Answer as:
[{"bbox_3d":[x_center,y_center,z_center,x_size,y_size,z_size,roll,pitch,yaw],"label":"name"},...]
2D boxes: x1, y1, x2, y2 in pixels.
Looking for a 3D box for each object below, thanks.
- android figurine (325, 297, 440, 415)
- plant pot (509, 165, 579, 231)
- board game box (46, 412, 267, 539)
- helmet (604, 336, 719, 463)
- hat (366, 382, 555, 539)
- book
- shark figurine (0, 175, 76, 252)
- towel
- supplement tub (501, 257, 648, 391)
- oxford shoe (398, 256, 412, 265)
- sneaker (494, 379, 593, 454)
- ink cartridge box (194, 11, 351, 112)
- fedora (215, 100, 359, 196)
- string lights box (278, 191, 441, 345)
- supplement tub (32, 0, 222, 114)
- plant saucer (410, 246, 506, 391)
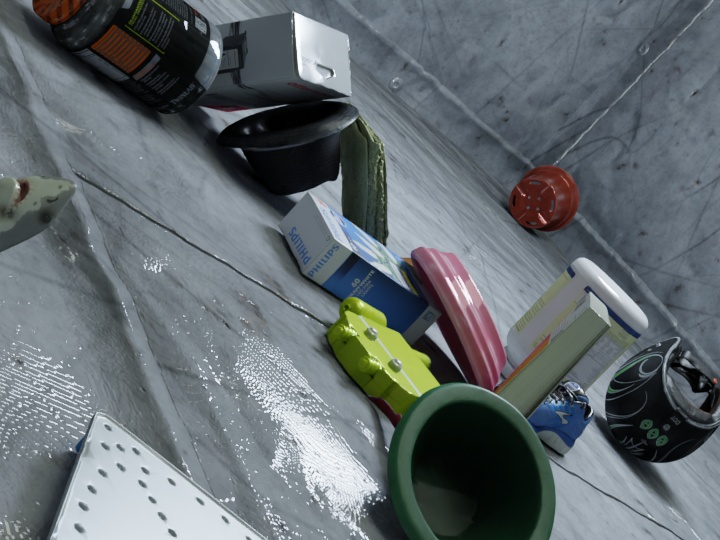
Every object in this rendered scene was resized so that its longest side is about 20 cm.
[{"bbox_3d":[0.036,0.102,1.287,0.183,0.041,0.199,52,13,33],"label":"android figurine"},{"bbox_3d":[0.537,-0.208,3.678,0.201,0.201,0.195,46,21,10],"label":"plant pot"},{"bbox_3d":[-0.083,0.184,0.646,0.200,0.026,0.200,42,12,-15],"label":"board game box"},{"bbox_3d":[0.501,0.224,2.053,0.197,0.191,0.203,14,58,-24],"label":"helmet"},{"bbox_3d":[0.060,0.202,1.083,0.166,0.176,0.200,44,49,-5],"label":"hat"},{"bbox_3d":[0.205,0.113,1.418,0.048,0.200,0.134,42,12,3],"label":"book"},{"bbox_3d":[-0.269,-0.037,0.724,0.213,0.128,0.090,31,-21,29],"label":"shark figurine"},{"bbox_3d":[0.002,-0.103,1.604,0.149,0.036,0.203,-118,-157,-58],"label":"towel"},{"bbox_3d":[0.305,0.098,1.797,0.145,0.200,0.145,40,12,-11],"label":"supplement tub"},{"bbox_3d":[0.092,0.016,1.692,0.071,0.072,0.199,49,14,32],"label":"oxford shoe"},{"bbox_3d":[0.244,0.172,1.614,0.199,0.089,0.079,29,17,-51],"label":"sneaker"},{"bbox_3d":[-0.127,-0.258,1.546,0.145,0.197,0.085,3,84,-62],"label":"ink cartridge box"},{"bbox_3d":[-0.086,-0.150,1.556,0.201,0.197,0.093,-95,172,-72],"label":"fedora"},{"bbox_3d":[0.000,0.000,1.463,0.199,0.059,0.103,35,17,-39],"label":"string lights box"},{"bbox_3d":[-0.260,-0.273,1.379,0.199,0.123,0.123,34,15,-42],"label":"supplement tub"},{"bbox_3d":[0.126,0.057,1.524,0.201,0.050,0.203,90,-26,-82],"label":"plant saucer"}]
